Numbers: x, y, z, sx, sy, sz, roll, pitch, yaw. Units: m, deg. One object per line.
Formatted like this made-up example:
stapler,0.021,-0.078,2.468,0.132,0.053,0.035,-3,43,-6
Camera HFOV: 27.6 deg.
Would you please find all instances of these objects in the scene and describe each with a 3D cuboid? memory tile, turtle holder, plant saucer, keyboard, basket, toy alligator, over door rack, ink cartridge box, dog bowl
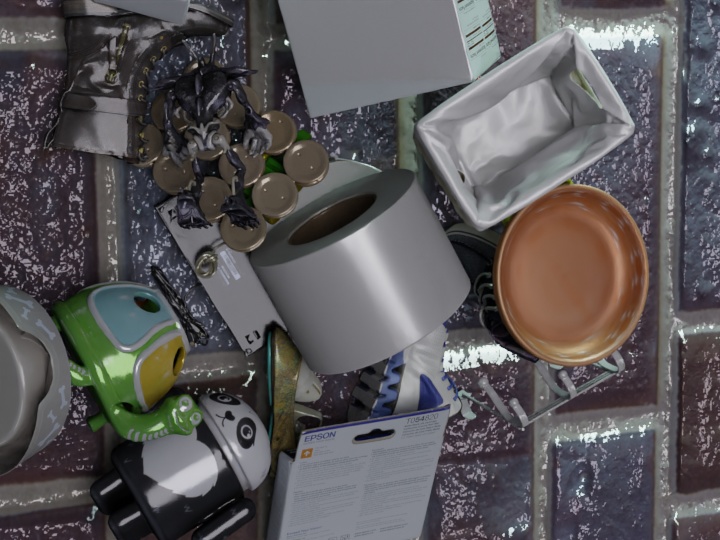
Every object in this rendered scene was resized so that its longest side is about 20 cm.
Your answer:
memory tile,-0.147,-0.127,1.584,0.200,0.017,0.153,40,80,12
turtle holder,-0.247,0.089,1.538,0.132,0.185,0.141,-28,123,-16
plant saucer,0.228,0.005,1.617,0.200,0.037,0.201,-1,91,-27
keyboard,-0.166,0.006,1.630,0.127,0.021,0.200,-31,97,-4
basket,0.163,-0.145,1.545,0.200,0.123,0.136,-32,93,-5
toy alligator,-0.115,-0.068,1.604,0.059,0.054,0.200,33,79,11
over door rack,0.200,0.122,1.716,0.148,0.200,0.067,-27,96,-15
ink cartridge box,-0.004,0.237,1.681,0.199,0.041,0.200,-6,124,-28
dog bowl,-0.374,0.106,1.493,0.059,0.200,0.201,-14,105,-51

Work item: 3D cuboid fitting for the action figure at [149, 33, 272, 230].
action figure,-0.156,-0.139,1.527,0.119,0.102,0.201,-6,71,5

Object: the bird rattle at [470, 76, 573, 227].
bird rattle,0.154,-0.133,1.678,0.112,0.163,0.200,-25,83,-23

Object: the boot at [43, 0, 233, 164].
boot,-0.236,-0.201,1.563,0.199,0.069,0.175,0,94,-11

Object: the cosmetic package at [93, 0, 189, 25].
cosmetic package,-0.204,-0.367,1.511,0.101,0.071,0.201,15,75,-7

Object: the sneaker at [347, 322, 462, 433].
sneaker,0.073,0.113,1.731,0.115,0.081,0.200,23,95,-27

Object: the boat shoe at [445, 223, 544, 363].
boat shoe,0.158,0.024,1.688,0.093,0.200,0.075,-41,151,-33

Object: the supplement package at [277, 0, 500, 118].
supplement package,0.026,-0.291,1.569,0.191,0.147,0.201,-10,105,20

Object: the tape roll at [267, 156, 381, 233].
tape roll,-0.027,-0.028,1.686,0.202,0.037,0.203,-3,98,-20

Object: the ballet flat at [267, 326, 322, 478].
ballet flat,-0.074,0.151,1.650,0.071,0.071,0.200,-9,122,-20

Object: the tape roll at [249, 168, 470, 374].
tape roll,0.000,0.000,1.574,0.202,0.203,0.139,-33,107,-14

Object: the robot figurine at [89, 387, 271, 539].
robot figurine,-0.194,0.218,1.606,0.200,0.125,0.151,-30,106,-13
